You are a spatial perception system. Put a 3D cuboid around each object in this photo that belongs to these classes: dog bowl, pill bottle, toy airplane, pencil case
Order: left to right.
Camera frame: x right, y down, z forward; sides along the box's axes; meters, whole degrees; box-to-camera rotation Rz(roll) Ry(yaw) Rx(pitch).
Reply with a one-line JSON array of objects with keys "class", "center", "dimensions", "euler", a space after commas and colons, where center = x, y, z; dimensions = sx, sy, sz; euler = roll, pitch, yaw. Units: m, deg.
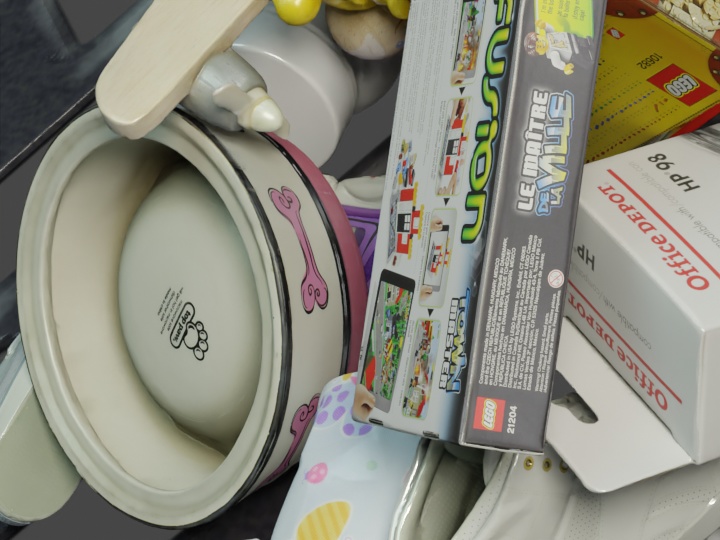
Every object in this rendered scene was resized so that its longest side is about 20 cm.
[{"class": "dog bowl", "center": [-0.077, 0.016, 1.023], "dimensions": [0.200, 0.074, 0.201], "euler": [9, 103, 45]}, {"class": "toy airplane", "center": [-0.025, -0.151, 0.971], "dimensions": [0.199, 0.141, 0.200], "euler": [-22, 41, 13]}, {"class": "pill bottle", "center": [-0.024, -0.147, 1.103], "dimensions": [0.119, 0.120, 0.200], "euler": [-9, 43, 34]}, {"class": "pencil case", "center": [-0.001, 0.142, 0.916], "dimensions": [0.083, 0.091, 0.201], "euler": [0, 59, 28]}]

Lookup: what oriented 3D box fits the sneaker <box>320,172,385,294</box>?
[{"class": "sneaker", "center": [0.000, 0.000, 1.036], "dimensions": [0.199, 0.081, 0.084], "euler": [-4, 69, 41]}]

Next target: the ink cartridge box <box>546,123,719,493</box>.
[{"class": "ink cartridge box", "center": [0.151, 0.001, 0.843], "dimensions": [0.199, 0.067, 0.116], "euler": [-18, 39, -19]}]

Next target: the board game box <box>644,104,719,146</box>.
[{"class": "board game box", "center": [0.146, -0.141, 1.041], "dimensions": [0.200, 0.046, 0.152], "euler": [-36, 43, 12]}]

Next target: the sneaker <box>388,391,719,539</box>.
[{"class": "sneaker", "center": [0.097, 0.067, 0.876], "dimensions": [0.200, 0.116, 0.074], "euler": [-51, 40, -6]}]

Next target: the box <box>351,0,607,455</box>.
[{"class": "box", "center": [0.044, -0.036, 0.813], "dimensions": [0.110, 0.035, 0.201], "euler": [-175, 94, -69]}]

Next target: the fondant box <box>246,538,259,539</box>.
[{"class": "fondant box", "center": [-0.105, 0.225, 0.954], "dimensions": [0.144, 0.058, 0.201], "euler": [-12, 50, 36]}]

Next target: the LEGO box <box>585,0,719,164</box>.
[{"class": "LEGO box", "center": [0.109, -0.128, 0.902], "dimensions": [0.149, 0.077, 0.200], "euler": [-66, 15, -21]}]

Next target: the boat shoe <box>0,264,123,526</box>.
[{"class": "boat shoe", "center": [-0.152, 0.040, 1.129], "dimensions": [0.071, 0.070, 0.201], "euler": [-3, 52, 50]}]
